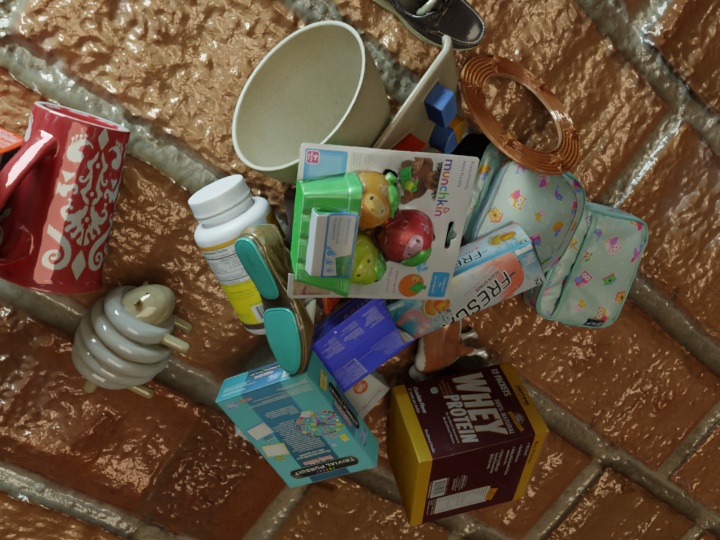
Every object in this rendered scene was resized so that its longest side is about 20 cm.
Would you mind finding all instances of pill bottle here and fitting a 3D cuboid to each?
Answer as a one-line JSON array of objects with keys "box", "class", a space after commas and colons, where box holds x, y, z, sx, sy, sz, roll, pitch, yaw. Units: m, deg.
[{"box": [-0.149, -0.022, 0.841, 0.109, 0.109, 0.201, -26, 114, -4], "class": "pill bottle"}]

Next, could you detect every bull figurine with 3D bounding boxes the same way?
[{"box": [0.137, 0.095, 0.984, 0.121, 0.065, 0.201, -7, 114, -16], "class": "bull figurine"}]

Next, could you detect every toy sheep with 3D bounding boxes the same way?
[{"box": [-0.312, 0.097, 0.835, 0.137, 0.138, 0.200, 33, 106, -23], "class": "toy sheep"}]

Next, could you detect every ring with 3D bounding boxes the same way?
[{"box": [0.220, -0.214, 0.834, 0.199, 0.202, 0.019, 20, 142, -21], "class": "ring"}]

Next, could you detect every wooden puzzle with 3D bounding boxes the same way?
[{"box": [0.082, -0.166, 0.801, 0.046, 0.185, 0.201, 30, 87, 17], "class": "wooden puzzle"}]

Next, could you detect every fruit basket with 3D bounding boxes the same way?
[{"box": [0.023, -0.043, 0.698, 0.198, 0.094, 0.186, 5, 118, -8], "class": "fruit basket"}]

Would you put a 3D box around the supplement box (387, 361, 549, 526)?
[{"box": [0.158, 0.273, 0.985, 0.198, 0.133, 0.198, -10, 134, -11], "class": "supplement box"}]

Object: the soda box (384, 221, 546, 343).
[{"box": [0.130, 0.015, 0.804, 0.199, 0.069, 0.064, -25, 115, 9], "class": "soda box"}]

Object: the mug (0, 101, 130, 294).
[{"box": [-0.351, -0.083, 0.735, 0.133, 0.178, 0.201, 16, 101, -17], "class": "mug"}]

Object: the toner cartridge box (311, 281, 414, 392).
[{"box": [-0.012, 0.104, 0.892, 0.200, 0.043, 0.095, -37, 115, 10], "class": "toner cartridge box"}]

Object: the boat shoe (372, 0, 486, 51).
[{"box": [0.083, -0.345, 0.804, 0.199, 0.065, 0.072, 26, 100, -22], "class": "boat shoe"}]

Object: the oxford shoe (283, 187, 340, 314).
[{"box": [-0.057, -0.026, 0.817, 0.072, 0.071, 0.201, 18, 136, 22], "class": "oxford shoe"}]

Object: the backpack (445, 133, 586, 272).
[{"box": [0.222, -0.087, 0.894, 0.199, 0.153, 0.177, 15, 103, -28], "class": "backpack"}]

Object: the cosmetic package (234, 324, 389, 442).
[{"box": [-0.076, 0.207, 0.978, 0.151, 0.052, 0.200, 39, 96, -26], "class": "cosmetic package"}]

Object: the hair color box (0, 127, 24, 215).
[{"box": [-0.434, -0.097, 0.687, 0.061, 0.200, 0.102, 22, 104, -17], "class": "hair color box"}]

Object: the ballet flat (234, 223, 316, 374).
[{"box": [-0.095, 0.031, 0.790, 0.072, 0.067, 0.201, -39, 116, -45], "class": "ballet flat"}]

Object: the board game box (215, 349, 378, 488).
[{"box": [-0.085, 0.217, 0.892, 0.150, 0.047, 0.201, -20, 120, 20], "class": "board game box"}]

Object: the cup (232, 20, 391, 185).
[{"box": [-0.038, -0.181, 0.782, 0.201, 0.200, 0.143, -50, 139, 7], "class": "cup"}]

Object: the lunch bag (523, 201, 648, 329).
[{"box": [0.352, -0.006, 0.995, 0.159, 0.077, 0.201, 10, 107, -18], "class": "lunch bag"}]
